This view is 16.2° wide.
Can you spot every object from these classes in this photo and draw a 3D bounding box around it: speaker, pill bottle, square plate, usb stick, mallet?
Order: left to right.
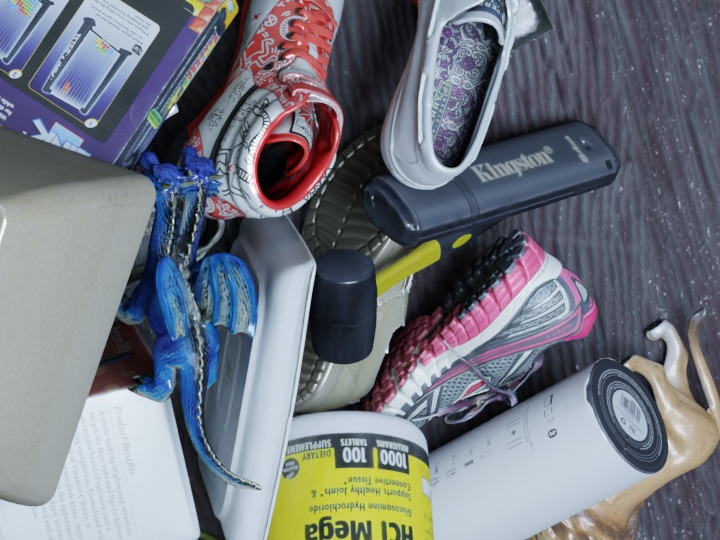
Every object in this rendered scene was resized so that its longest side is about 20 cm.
[{"bbox_3d":[-0.069,0.066,1.545,0.028,0.200,0.199,9,102,-11],"label":"square plate"},{"bbox_3d":[-0.008,0.196,1.552,0.112,0.112,0.200,2,66,-14],"label":"pill bottle"},{"bbox_3d":[0.041,-0.018,1.566,0.200,0.041,0.066,-38,139,-33],"label":"mallet"},{"bbox_3d":[0.084,-0.056,1.583,0.200,0.055,0.033,-17,141,-41],"label":"usb stick"},{"bbox_3d":[0.094,0.133,1.615,0.200,0.081,0.081,-32,112,31],"label":"speaker"}]

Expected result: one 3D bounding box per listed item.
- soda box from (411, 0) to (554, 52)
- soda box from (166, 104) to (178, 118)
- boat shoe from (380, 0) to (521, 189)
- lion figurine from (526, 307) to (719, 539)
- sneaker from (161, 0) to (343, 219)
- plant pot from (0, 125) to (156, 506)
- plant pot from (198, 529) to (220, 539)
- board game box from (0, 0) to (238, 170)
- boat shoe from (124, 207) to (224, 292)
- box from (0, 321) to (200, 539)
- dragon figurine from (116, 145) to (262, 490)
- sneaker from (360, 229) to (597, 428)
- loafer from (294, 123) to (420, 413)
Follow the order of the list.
[{"bbox_3d":[0.045,-0.226,1.569,0.071,0.063,0.200,-28,108,-5],"label":"soda box"},{"bbox_3d":[-0.215,-0.078,1.546,0.200,0.064,0.068,-32,109,-3],"label":"soda box"},{"bbox_3d":[0.064,-0.147,1.506,0.072,0.068,0.200,25,79,-21],"label":"boat shoe"},{"bbox_3d":[0.180,0.127,1.682,0.200,0.072,0.123,-37,95,6],"label":"lion figurine"},{"bbox_3d":[-0.037,-0.118,1.528,0.067,0.108,0.202,38,72,-33],"label":"sneaker"},{"bbox_3d":[-0.248,0.011,1.363,0.200,0.177,0.200,19,92,6],"label":"plant pot"},{"bbox_3d":[-0.129,0.284,1.590,0.200,0.193,0.201,-3,105,-12],"label":"plant pot"},{"bbox_3d":[-0.199,-0.144,1.486,0.200,0.057,0.166,34,85,6],"label":"board game box"},{"bbox_3d":[-0.182,-0.010,1.570,0.200,0.064,0.071,-21,108,-7],"label":"boat shoe"},{"bbox_3d":[-0.215,0.119,1.549,0.200,0.152,0.107,-14,105,-10],"label":"box"},{"bbox_3d":[-0.097,0.024,1.453,0.059,0.200,0.099,-3,149,-27],"label":"dragon figurine"},{"bbox_3d":[0.065,0.063,1.603,0.075,0.081,0.200,36,127,-14],"label":"sneaker"},{"bbox_3d":[0.000,0.000,1.615,0.068,0.076,0.200,28,87,-55],"label":"loafer"}]
